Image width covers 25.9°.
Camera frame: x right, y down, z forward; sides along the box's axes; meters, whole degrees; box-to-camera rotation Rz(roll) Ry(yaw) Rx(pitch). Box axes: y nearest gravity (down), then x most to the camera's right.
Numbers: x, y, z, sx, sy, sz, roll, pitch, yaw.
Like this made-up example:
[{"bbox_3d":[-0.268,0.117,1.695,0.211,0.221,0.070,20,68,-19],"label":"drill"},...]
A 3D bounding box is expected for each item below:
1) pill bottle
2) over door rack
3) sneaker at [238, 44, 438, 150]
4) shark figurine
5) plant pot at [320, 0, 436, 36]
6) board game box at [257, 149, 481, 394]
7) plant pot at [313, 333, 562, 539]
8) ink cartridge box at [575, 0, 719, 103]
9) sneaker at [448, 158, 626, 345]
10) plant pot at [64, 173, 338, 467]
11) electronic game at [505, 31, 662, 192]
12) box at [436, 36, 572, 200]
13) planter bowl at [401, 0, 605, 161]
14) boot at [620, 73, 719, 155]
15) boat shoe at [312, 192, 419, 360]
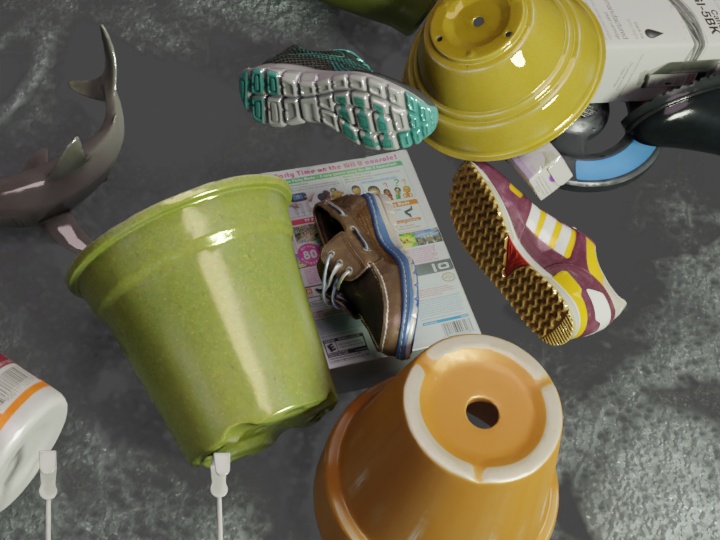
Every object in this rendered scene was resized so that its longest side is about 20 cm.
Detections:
[{"bbox_3d":[-0.340,0.094,1.221,0.199,0.114,0.114,32,58,8],"label":"pill bottle"},{"bbox_3d":[-0.170,0.239,1.187,0.147,0.067,0.201,1,79,-12],"label":"over door rack"},{"bbox_3d":[-0.012,-0.173,1.459,0.199,0.078,0.091,17,42,23],"label":"sneaker"},{"bbox_3d":[-0.249,-0.108,1.374,0.128,0.090,0.215,32,59,7],"label":"shark figurine"},{"bbox_3d":[0.006,-0.334,1.529,0.192,0.200,0.201,33,57,-6],"label":"plant pot"},{"bbox_3d":[0.000,0.000,1.383,0.147,0.064,0.201,-10,63,-19],"label":"board game box"},{"bbox_3d":[0.074,0.148,1.236,0.199,0.184,0.201,5,58,-9],"label":"plant pot"},{"bbox_3d":[0.278,-0.247,1.548,0.199,0.083,0.147,-6,56,-24],"label":"ink cartridge box"},{"bbox_3d":[0.160,-0.023,1.434,0.090,0.075,0.201,-16,65,-36],"label":"sneaker"},{"bbox_3d":[-0.113,0.052,1.267,0.199,0.200,0.185,-19,76,-22],"label":"plant pot"},{"bbox_3d":[0.207,-0.163,1.540,0.199,0.042,0.201,5,58,-8],"label":"electronic game"},{"bbox_3d":[0.126,-0.148,1.472,0.039,0.041,0.200,-37,53,2],"label":"box"},{"bbox_3d":[0.118,-0.207,1.434,0.199,0.084,0.201,-11,58,18],"label":"planter bowl"},{"bbox_3d":[0.366,-0.103,1.498,0.199,0.076,0.169,-16,78,-19],"label":"boot"},{"bbox_3d":[0.000,0.006,1.279,0.072,0.073,0.200,2,31,-12],"label":"boat shoe"}]
